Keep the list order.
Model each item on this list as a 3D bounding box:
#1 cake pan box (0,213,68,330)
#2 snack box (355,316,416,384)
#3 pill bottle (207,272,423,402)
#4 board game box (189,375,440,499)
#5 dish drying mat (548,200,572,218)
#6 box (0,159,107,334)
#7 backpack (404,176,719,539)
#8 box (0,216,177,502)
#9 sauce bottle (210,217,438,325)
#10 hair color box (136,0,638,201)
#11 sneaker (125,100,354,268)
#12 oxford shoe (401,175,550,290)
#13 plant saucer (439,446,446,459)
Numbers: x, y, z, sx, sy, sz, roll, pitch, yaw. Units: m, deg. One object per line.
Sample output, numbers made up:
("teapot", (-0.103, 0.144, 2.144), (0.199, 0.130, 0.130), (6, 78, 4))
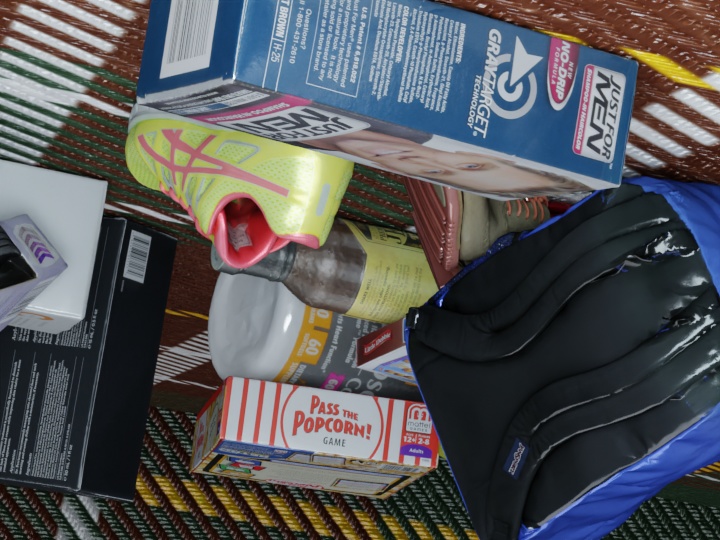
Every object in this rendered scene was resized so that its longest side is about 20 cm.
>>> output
("cake pan box", (-0.288, 0.049, 1.623), (0.052, 0.200, 0.184), (50, -161, 3))
("snack box", (0.085, 0.035, 1.706), (0.072, 0.024, 0.200), (17, 152, -35))
("pill bottle", (0.000, 0.046, 1.882), (0.199, 0.117, 0.116), (14, 171, -31))
("board game box", (-0.035, 0.120, 1.851), (0.150, 0.047, 0.200), (9, 168, -9))
("dish drying mat", (0.146, -0.014, 1.641), (0.076, 0.018, 0.200), (5, 171, 34))
("box", (-0.283, -0.026, 1.771), (0.199, 0.098, 0.124), (12, 171, -14))
("backpack", (0.149, 0.039, 1.429), (0.167, 0.163, 0.200), (-5, 154, -48))
("box", (-0.226, 0.062, 1.951), (0.140, 0.201, 0.079), (6, 172, 29))
("sauce bottle", (0.000, 0.000, 1.747), (0.199, 0.065, 0.065), (13, 171, -22))
("hair color box", (0.013, -0.082, 1.161), (0.199, 0.061, 0.100), (13, 172, -28))
("sneaker", (-0.072, -0.047, 1.405), (0.078, 0.091, 0.200), (12, 173, -30))
("oxford shoe", (0.067, -0.038, 1.474), (0.074, 0.071, 0.200), (-20, 167, -1))
("plant saucer", (0.159, 0.095, 1.891), (0.199, 0.048, 0.200), (-28, 178, -10))
